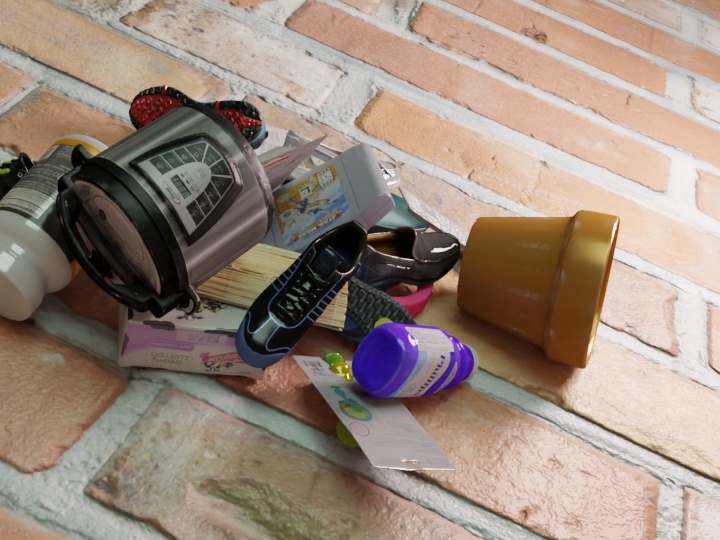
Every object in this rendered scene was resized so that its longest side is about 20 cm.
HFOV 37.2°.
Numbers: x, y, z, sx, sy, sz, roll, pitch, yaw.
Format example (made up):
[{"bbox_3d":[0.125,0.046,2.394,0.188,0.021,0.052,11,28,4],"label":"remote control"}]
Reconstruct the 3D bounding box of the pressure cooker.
[{"bbox_3d":[-0.209,-0.056,1.121,0.199,0.180,0.175,-37,44,-29],"label":"pressure cooker"}]

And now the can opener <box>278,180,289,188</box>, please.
[{"bbox_3d":[-0.182,-0.131,1.451,0.198,0.068,0.053,5,19,-23],"label":"can opener"}]

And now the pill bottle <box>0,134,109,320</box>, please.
[{"bbox_3d":[-0.346,-0.048,1.189,0.115,0.117,0.201,26,54,7],"label":"pill bottle"}]

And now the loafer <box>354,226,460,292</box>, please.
[{"bbox_3d":[0.061,-0.023,1.383,0.199,0.073,0.073,-18,52,-40],"label":"loafer"}]

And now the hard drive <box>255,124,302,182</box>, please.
[{"bbox_3d":[-0.182,-0.183,1.562,0.198,0.026,0.133,14,36,-11],"label":"hard drive"}]

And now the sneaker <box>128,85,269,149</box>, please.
[{"bbox_3d":[-0.224,-0.197,1.490,0.198,0.080,0.096,13,-7,10],"label":"sneaker"}]

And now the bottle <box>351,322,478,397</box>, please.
[{"bbox_3d":[0.072,0.106,1.241,0.065,0.084,0.199,45,19,29],"label":"bottle"}]

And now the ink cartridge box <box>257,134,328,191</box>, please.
[{"bbox_3d":[-0.147,-0.119,1.327,0.160,0.200,0.050,-28,84,-32],"label":"ink cartridge box"}]

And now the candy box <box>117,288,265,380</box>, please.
[{"bbox_3d":[-0.193,0.025,1.242,0.166,0.072,0.201,8,38,-19],"label":"candy box"}]

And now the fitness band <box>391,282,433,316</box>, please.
[{"bbox_3d":[0.000,0.000,1.411,0.198,0.038,0.144,13,36,-11],"label":"fitness band"}]

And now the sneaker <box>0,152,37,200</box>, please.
[{"bbox_3d":[-0.424,-0.112,1.290,0.198,0.083,0.072,7,37,-20],"label":"sneaker"}]

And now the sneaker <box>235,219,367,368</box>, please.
[{"bbox_3d":[-0.063,0.019,1.170,0.070,0.078,0.200,37,56,3],"label":"sneaker"}]

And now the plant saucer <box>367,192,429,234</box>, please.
[{"bbox_3d":[0.002,-0.085,1.493,0.198,0.028,0.200,15,19,-5],"label":"plant saucer"}]

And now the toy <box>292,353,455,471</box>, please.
[{"bbox_3d":[0.006,0.167,1.179,0.114,0.048,0.200,9,28,-36],"label":"toy"}]

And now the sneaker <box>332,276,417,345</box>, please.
[{"bbox_3d":[-0.008,0.053,1.314,0.199,0.078,0.066,35,69,-10],"label":"sneaker"}]

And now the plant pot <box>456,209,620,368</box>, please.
[{"bbox_3d":[0.229,0.009,1.406,0.181,0.202,0.200,13,33,15],"label":"plant pot"}]

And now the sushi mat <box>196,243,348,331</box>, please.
[{"bbox_3d":[-0.110,0.009,1.223,0.198,0.012,0.096,14,47,-11],"label":"sushi mat"}]

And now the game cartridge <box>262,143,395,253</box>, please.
[{"bbox_3d":[-0.057,-0.073,1.368,0.199,0.042,0.134,-29,38,8],"label":"game cartridge"}]

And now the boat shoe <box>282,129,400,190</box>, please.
[{"bbox_3d":[-0.024,-0.154,1.520,0.200,0.065,0.074,6,21,-31],"label":"boat shoe"}]

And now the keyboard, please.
[{"bbox_3d":[0.128,-0.057,1.505,0.199,0.011,0.057,31,29,-36],"label":"keyboard"}]
